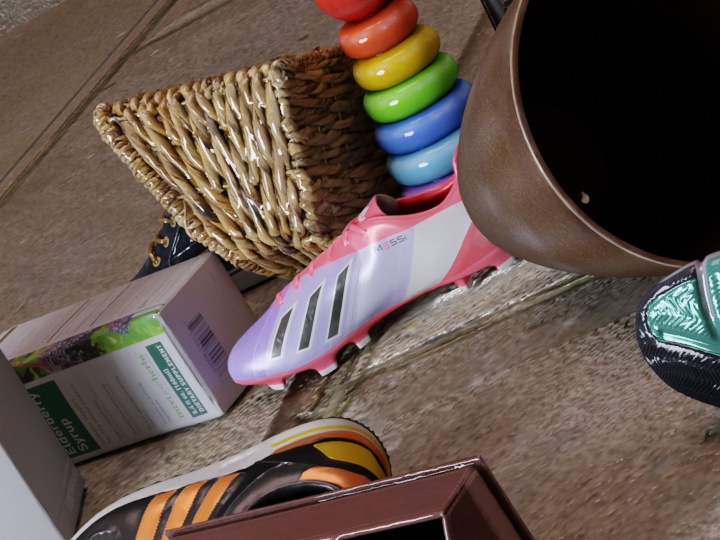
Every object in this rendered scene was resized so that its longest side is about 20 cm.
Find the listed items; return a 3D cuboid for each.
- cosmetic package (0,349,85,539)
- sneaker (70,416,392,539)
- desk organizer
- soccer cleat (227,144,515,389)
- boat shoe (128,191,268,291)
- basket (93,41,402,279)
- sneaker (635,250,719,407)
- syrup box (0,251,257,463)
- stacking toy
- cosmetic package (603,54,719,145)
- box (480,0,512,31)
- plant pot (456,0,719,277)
[{"bbox_3d":[-0.249,0.085,1.477,0.090,0.201,0.107,-31,18,9],"label":"cosmetic package"},{"bbox_3d":[-0.076,0.140,1.215,0.199,0.070,0.090,-28,13,7],"label":"sneaker"},{"bbox_3d":[-0.019,0.148,1.086,0.199,0.072,0.077,-18,23,42],"label":"desk organizer"},{"bbox_3d":[0.000,0.000,1.482,0.199,0.077,0.067,-28,16,12],"label":"soccer cleat"},{"bbox_3d":[-0.123,-0.020,1.746,0.199,0.091,0.071,-28,16,13],"label":"boat shoe"},{"bbox_3d":[-0.051,-0.065,1.611,0.148,0.144,0.200,-12,6,28],"label":"basket"},{"bbox_3d":[0.220,0.010,1.081,0.199,0.075,0.087,-11,10,30],"label":"sneaker"},{"bbox_3d":[-0.160,0.064,1.588,0.199,0.079,0.082,-20,20,37],"label":"syrup box"},{"bbox_3d":[0.029,-0.119,1.553,0.085,0.201,0.085,-27,16,8],"label":"stacking toy"},{"bbox_3d":[0.243,-0.113,1.375,0.199,0.072,0.101,-13,24,49],"label":"cosmetic package"},{"bbox_3d":[0.117,-0.187,1.598,0.050,0.201,0.158,-30,16,-10],"label":"box"},{"bbox_3d":[0.129,-0.073,1.319,0.187,0.187,0.200,-38,2,-22],"label":"plant pot"}]
